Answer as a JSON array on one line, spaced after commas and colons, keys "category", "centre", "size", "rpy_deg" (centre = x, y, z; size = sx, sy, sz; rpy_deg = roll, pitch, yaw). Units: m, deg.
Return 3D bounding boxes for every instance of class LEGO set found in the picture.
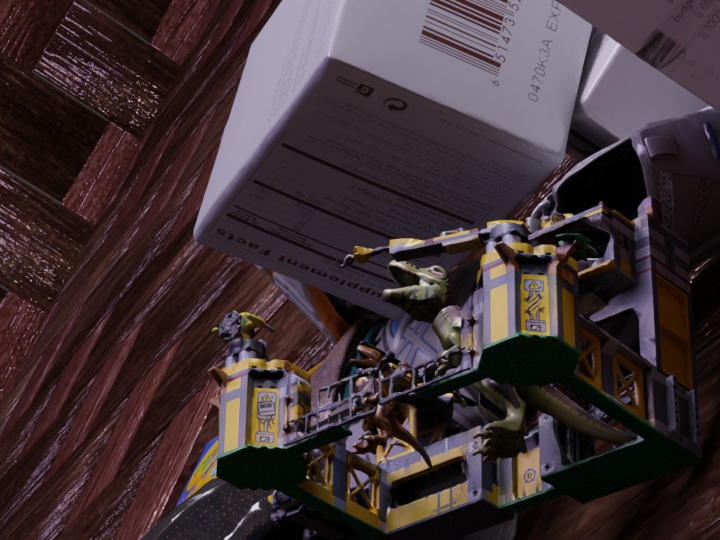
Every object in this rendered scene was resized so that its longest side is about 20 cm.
[{"category": "LEGO set", "centre": [0.039, 0.023, 1.004], "size": [0.199, 0.153, 0.117], "rpy_deg": [-30, 47, 40]}]

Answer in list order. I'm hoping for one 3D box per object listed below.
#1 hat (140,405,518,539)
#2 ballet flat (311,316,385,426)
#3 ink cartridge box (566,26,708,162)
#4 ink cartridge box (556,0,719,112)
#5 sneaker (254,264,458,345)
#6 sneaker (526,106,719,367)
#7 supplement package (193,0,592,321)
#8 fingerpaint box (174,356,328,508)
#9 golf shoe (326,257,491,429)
[{"category": "hat", "centre": [-0.007, 0.148, 1.104], "size": [0.199, 0.081, 0.201], "rpy_deg": [-22, 30, 13]}, {"category": "ballet flat", "centre": [-0.023, 0.107, 1.260], "size": [0.067, 0.068, 0.201], "rpy_deg": [-10, 46, 20]}, {"category": "ink cartridge box", "centre": [0.147, -0.119, 1.211], "size": [0.146, 0.084, 0.200], "rpy_deg": [-58, 12, 0]}, {"category": "ink cartridge box", "centre": [0.139, -0.138, 0.992], "size": [0.116, 0.199, 0.067], "rpy_deg": [-52, 11, 23]}, {"category": "sneaker", "centre": [0.000, 0.000, 1.353], "size": [0.077, 0.078, 0.200], "rpy_deg": [-45, -31, 1]}, {"category": "sneaker", "centre": [0.092, -0.011, 1.097], "size": [0.200, 0.082, 0.075], "rpy_deg": [-48, 51, 41]}, {"category": "supplement package", "centre": [0.016, -0.079, 1.189], "size": [0.200, 0.117, 0.118], "rpy_deg": [134, 154, -60]}, {"category": "fingerpaint box", "centre": [-0.058, 0.154, 1.386], "size": [0.168, 0.073, 0.200], "rpy_deg": [-63, 12, -26]}, {"category": "golf shoe", "centre": [0.043, 0.057, 1.222], "size": [0.097, 0.078, 0.201], "rpy_deg": [-41, 20, 37]}]
